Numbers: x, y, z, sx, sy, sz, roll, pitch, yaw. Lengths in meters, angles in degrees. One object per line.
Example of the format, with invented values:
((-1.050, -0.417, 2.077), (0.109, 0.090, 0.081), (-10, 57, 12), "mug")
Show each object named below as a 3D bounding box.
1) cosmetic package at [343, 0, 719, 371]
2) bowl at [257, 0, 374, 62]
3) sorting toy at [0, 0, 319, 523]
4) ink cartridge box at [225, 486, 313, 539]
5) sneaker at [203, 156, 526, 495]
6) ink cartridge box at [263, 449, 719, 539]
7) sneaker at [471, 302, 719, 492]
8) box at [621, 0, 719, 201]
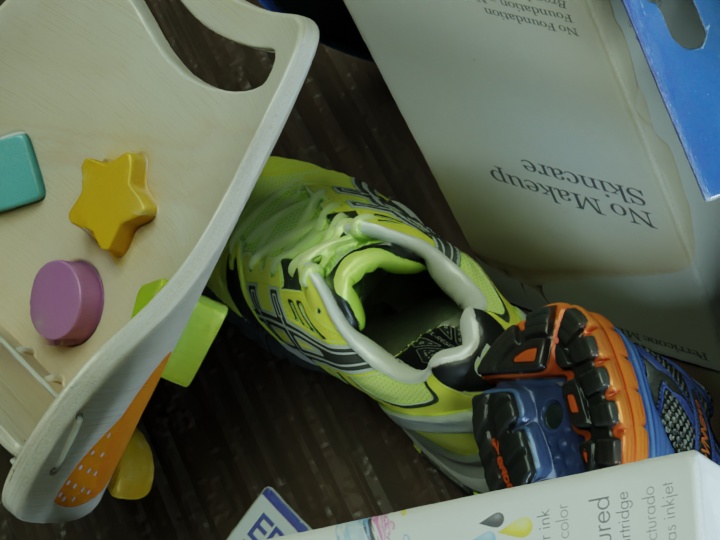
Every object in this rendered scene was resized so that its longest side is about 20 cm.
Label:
((0.071, -0.061, 0.764), (0.103, 0.200, 0.073), (18, 63, 34), "cosmetic package")
((0.047, -0.126, 0.827), (0.200, 0.201, 0.040), (-7, 64, 19), "bowl")
((-0.095, -0.033, 0.836), (0.200, 0.107, 0.180), (40, 101, 39), "sorting toy")
((-0.024, 0.198, 0.679), (0.200, 0.043, 0.196), (-51, 50, 4), "ink cartridge box")
((0.000, 0.000, 0.830), (0.200, 0.076, 0.075), (31, 73, 38), "sneaker")
((0.014, 0.127, 0.612), (0.200, 0.067, 0.117), (-16, 62, 30), "ink cartridge box")
((0.097, 0.104, 0.712), (0.075, 0.078, 0.201), (-33, 58, 43), "sneaker")
((0.160, -0.109, 0.606), (0.199, 0.048, 0.122), (-22, 83, -1), "box")
